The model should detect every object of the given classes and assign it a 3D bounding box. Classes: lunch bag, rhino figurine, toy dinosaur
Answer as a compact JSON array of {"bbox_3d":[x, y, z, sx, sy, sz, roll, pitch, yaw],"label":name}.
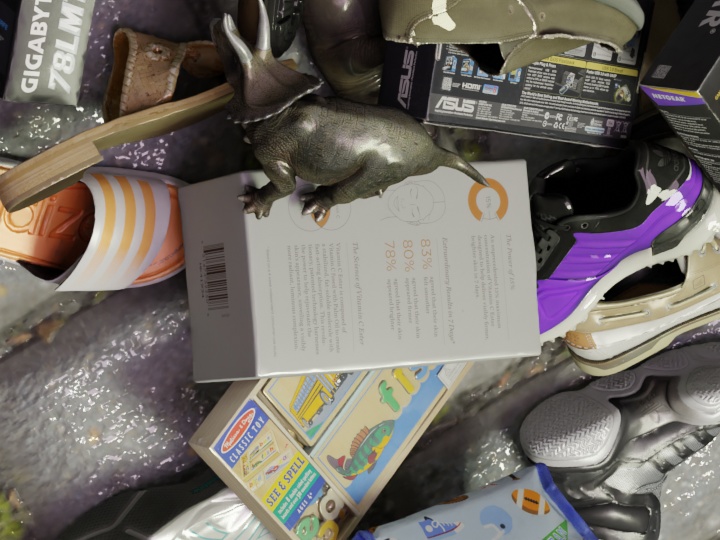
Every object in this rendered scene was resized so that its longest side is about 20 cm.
[{"bbox_3d":[0.050,0.238,1.607,0.170,0.124,0.200,-16,149,-34],"label":"lunch bag"},{"bbox_3d":[0.002,-0.148,1.464,0.060,0.087,0.200,-51,134,-43],"label":"rhino figurine"},{"bbox_3d":[-0.011,-0.069,1.358,0.200,0.102,0.077,24,64,-16],"label":"toy dinosaur"}]

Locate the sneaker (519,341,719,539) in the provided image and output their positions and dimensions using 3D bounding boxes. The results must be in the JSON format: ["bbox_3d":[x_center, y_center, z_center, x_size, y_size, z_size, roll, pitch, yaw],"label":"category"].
[{"bbox_3d":[0.213,0.127,1.681,0.200,0.076,0.114,-17,119,-9],"label":"sneaker"}]

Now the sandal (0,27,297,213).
[{"bbox_3d":[-0.136,-0.110,1.423,0.212,0.078,0.070,-29,90,-27],"label":"sandal"}]

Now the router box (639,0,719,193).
[{"bbox_3d":[0.279,-0.138,1.489,0.200,0.052,0.157,-54,127,-18],"label":"router box"}]

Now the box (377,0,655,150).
[{"bbox_3d":[0.104,-0.163,1.461,0.200,0.049,0.162,3,101,-46],"label":"box"}]

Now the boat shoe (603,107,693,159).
[{"bbox_3d":[0.261,-0.071,1.572,0.200,0.073,0.075,-5,121,-4],"label":"boat shoe"}]

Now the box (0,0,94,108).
[{"bbox_3d":[-0.184,-0.213,1.281,0.050,0.200,0.199,2,112,-26],"label":"box"}]

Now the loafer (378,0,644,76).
[{"bbox_3d":[0.081,-0.149,1.368,0.200,0.075,0.070,8,106,-40],"label":"loafer"}]

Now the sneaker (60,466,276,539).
[{"bbox_3d":[-0.108,0.175,1.562,0.200,0.070,0.080,-25,119,-12],"label":"sneaker"}]

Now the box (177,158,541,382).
[{"bbox_3d":[0.000,0.000,1.471,0.200,0.097,0.125,-3,87,-28],"label":"box"}]

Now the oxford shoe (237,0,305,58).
[{"bbox_3d":[-0.072,-0.219,1.379,0.084,0.073,0.200,-6,82,9],"label":"oxford shoe"}]

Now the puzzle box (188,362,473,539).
[{"bbox_3d":[-0.011,0.078,1.546,0.200,0.025,0.133,-53,124,-20],"label":"puzzle box"}]

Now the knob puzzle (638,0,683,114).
[{"bbox_3d":[0.269,-0.152,1.600,0.219,0.030,0.220,-3,112,-7],"label":"knob puzzle"}]

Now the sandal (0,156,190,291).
[{"bbox_3d":[-0.184,-0.023,1.447,0.206,0.059,0.079,7,109,-27],"label":"sandal"}]

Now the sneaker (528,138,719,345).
[{"bbox_3d":[0.134,-0.026,1.542,0.099,0.070,0.200,30,129,-35],"label":"sneaker"}]

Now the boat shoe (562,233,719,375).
[{"bbox_3d":[0.223,-0.006,1.616,0.200,0.075,0.068,-36,141,-5],"label":"boat shoe"}]

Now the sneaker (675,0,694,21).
[{"bbox_3d":[0.247,-0.222,1.520,0.082,0.070,0.200,-25,126,-26],"label":"sneaker"}]
